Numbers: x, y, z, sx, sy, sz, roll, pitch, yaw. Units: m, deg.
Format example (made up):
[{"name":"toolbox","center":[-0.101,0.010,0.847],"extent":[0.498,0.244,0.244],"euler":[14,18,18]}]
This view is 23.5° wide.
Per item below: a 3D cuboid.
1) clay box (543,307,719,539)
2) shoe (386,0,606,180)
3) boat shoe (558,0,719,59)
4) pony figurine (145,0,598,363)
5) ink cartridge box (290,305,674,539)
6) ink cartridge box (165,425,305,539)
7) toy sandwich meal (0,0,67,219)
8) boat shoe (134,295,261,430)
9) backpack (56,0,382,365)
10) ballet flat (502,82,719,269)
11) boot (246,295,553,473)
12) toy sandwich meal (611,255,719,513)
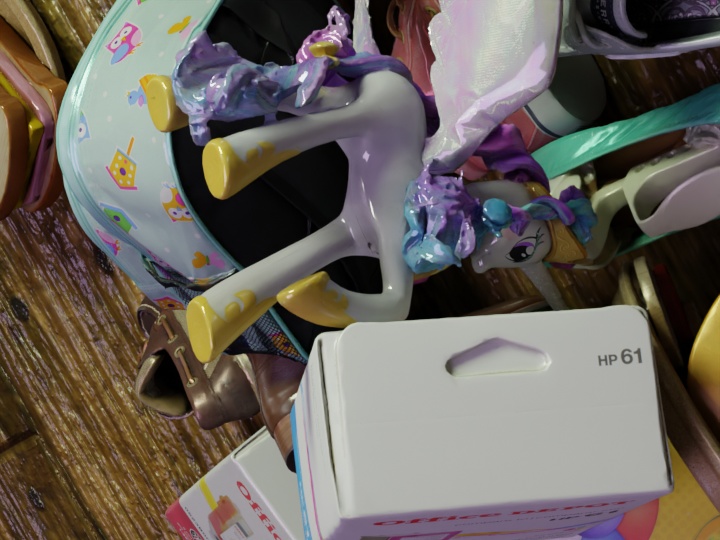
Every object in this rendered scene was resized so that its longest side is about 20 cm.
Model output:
[{"name":"clay box","center":[0.138,0.128,0.913],"extent":[0.115,0.048,0.200],"euler":[-49,61,15]},{"name":"shoe","center":[0.039,-0.143,0.894],"extent":[0.091,0.071,0.200],"euler":[-27,98,41]},{"name":"boat shoe","center":[0.125,-0.131,0.784],"extent":[0.200,0.072,0.070],"euler":[-4,109,23]},{"name":"pony figurine","center":[0.011,-0.062,0.771],"extent":[0.166,0.200,0.193],"euler":[-11,90,60]},{"name":"ink cartridge box","center":[0.047,0.081,0.805],"extent":[0.200,0.144,0.085],"euler":[108,156,-74]},{"name":"ink cartridge box","center":[-0.032,0.166,1.080],"extent":[0.145,0.083,0.200],"euler":[52,156,3]},{"name":"toy sandwich meal","center":[-0.275,-0.121,1.185],"extent":[0.205,0.070,0.205],"euler":[22,126,33]},{"name":"boat shoe","center":[-0.114,0.058,1.107],"extent":[0.200,0.072,0.072],"euler":[30,147,60]},{"name":"backpack","center":[-0.067,-0.067,0.917],"extent":[0.153,0.176,0.200],"euler":[11,152,33]},{"name":"ballet flat","center":[0.131,-0.039,0.847],"extent":[0.200,0.070,0.067],"euler":[-25,111,38]},{"name":"boot","center":[0.000,0.000,1.012],"extent":[0.064,0.186,0.200],"euler":[72,172,-51]},{"name":"toy sandwich meal","center":[0.197,0.069,0.819],"extent":[0.070,0.205,0.205],"euler":[-35,87,16]}]
